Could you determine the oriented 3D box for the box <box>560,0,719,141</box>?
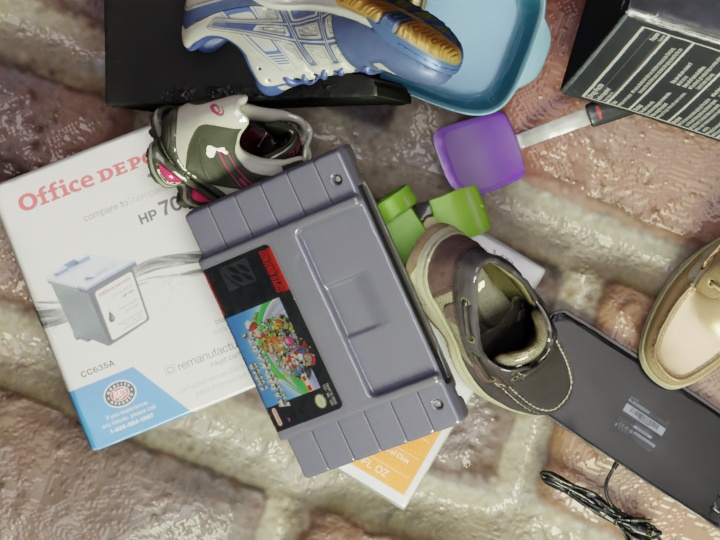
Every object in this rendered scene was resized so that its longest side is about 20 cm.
[{"bbox_3d":[0.266,-0.173,1.496,0.198,0.200,0.124,16,77,-5],"label":"box"}]

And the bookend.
[{"bbox_3d":[-0.073,-0.214,1.501,0.198,0.092,0.201,-1,91,17],"label":"bookend"}]

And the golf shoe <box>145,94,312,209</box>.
[{"bbox_3d":[-0.058,-0.064,1.493,0.088,0.200,0.077,-21,61,34],"label":"golf shoe"}]

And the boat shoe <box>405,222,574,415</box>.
[{"bbox_3d":[0.100,0.044,1.475,0.072,0.065,0.200,-48,133,-13],"label":"boat shoe"}]

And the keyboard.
[{"bbox_3d":[0.195,0.131,1.593,0.200,0.021,0.127,34,82,-3],"label":"keyboard"}]

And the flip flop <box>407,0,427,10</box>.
[{"bbox_3d":[0.062,-0.258,1.520,0.057,0.081,0.201,19,84,-21],"label":"flip flop"}]

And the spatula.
[{"bbox_3d":[0.152,-0.108,1.585,0.199,0.021,0.057,-19,90,-4],"label":"spatula"}]

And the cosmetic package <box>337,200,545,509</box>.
[{"bbox_3d":[0.038,0.060,1.554,0.101,0.071,0.200,30,88,-4],"label":"cosmetic package"}]

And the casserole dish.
[{"bbox_3d":[0.041,-0.189,1.568,0.199,0.039,0.122,21,89,-3],"label":"casserole dish"}]

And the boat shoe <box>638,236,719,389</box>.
[{"bbox_3d":[0.281,0.004,1.571,0.074,0.069,0.200,41,86,-2],"label":"boat shoe"}]

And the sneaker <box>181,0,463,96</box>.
[{"bbox_3d":[-0.027,-0.150,1.410,0.200,0.075,0.088,25,104,23],"label":"sneaker"}]

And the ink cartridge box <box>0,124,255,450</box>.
[{"bbox_3d":[-0.161,0.008,1.532,0.146,0.086,0.201,-22,94,-5],"label":"ink cartridge box"}]

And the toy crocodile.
[{"bbox_3d":[0.000,0.000,1.490,0.200,0.062,0.068,-34,95,2],"label":"toy crocodile"}]

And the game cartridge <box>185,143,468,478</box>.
[{"bbox_3d":[-0.025,0.031,1.437,0.129,0.038,0.201,-22,97,19],"label":"game cartridge"}]
